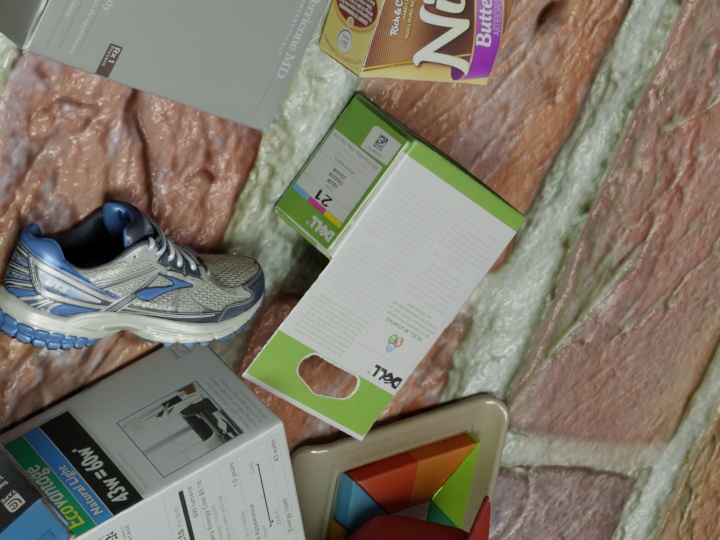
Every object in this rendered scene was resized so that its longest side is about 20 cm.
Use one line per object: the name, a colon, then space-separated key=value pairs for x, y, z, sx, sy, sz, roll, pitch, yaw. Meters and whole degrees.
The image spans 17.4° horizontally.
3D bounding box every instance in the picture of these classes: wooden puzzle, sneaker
wooden puzzle: x=0.025 y=0.198 z=1.830 sx=0.199 sy=0.037 sz=0.186 roll=-11 pitch=125 yaw=-34
sneaker: x=-0.142 y=0.000 z=1.531 sx=0.199 sy=0.077 sz=0.086 roll=-5 pitch=117 yaw=-38

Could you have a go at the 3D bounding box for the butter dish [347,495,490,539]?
butter dish: x=0.002 y=0.264 z=1.734 sx=0.200 sy=0.147 sz=0.201 roll=-58 pitch=167 yaw=-67

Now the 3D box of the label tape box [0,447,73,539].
label tape box: x=-0.262 y=0.172 z=1.442 sx=0.144 sy=0.200 sz=0.063 roll=-42 pitch=137 yaw=-8

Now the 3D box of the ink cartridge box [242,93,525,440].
ink cartridge box: x=0.000 y=0.000 z=1.647 sx=0.200 sy=0.076 sz=0.148 roll=-53 pitch=138 yaw=5

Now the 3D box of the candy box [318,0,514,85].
candy box: x=0.057 y=-0.225 z=1.555 sx=0.116 sy=0.056 sz=0.201 roll=0 pitch=116 yaw=-40

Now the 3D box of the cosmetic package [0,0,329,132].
cosmetic package: x=-0.125 y=-0.166 z=1.422 sx=0.199 sy=0.090 sz=0.107 roll=15 pitch=105 yaw=-41

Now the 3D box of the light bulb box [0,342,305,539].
light bulb box: x=-0.151 y=0.186 z=1.611 sx=0.199 sy=0.125 sz=0.199 roll=-28 pitch=133 yaw=-22
